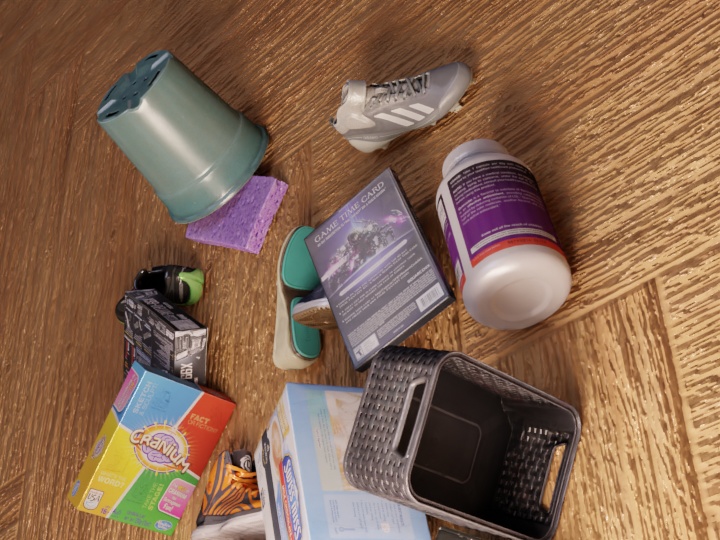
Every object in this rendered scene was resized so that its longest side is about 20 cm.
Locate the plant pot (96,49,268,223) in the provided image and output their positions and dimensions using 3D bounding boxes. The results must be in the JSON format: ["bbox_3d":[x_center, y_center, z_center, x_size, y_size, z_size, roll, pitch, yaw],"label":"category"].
[{"bbox_3d":[-0.276,-0.208,1.762,0.200,0.196,0.201,-30,33,23],"label":"plant pot"}]

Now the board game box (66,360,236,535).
[{"bbox_3d":[-0.274,0.237,1.560,0.040,0.153,0.201,27,91,54],"label":"board game box"}]

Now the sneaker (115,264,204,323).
[{"bbox_3d":[-0.320,0.029,1.809,0.199,0.084,0.077,-26,49,41],"label":"sneaker"}]

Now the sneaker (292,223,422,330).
[{"bbox_3d":[0.000,0.000,1.425,0.199,0.070,0.109,-20,58,36],"label":"sneaker"}]

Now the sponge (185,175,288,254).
[{"bbox_3d":[-0.188,-0.089,1.761,0.200,0.030,0.112,11,77,54],"label":"sponge"}]

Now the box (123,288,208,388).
[{"bbox_3d":[-0.280,0.129,1.671,0.200,0.050,0.159,26,116,55],"label":"box"}]

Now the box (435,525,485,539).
[{"bbox_3d":[0.109,0.352,1.086,0.159,0.049,0.201,4,72,55],"label":"box"}]

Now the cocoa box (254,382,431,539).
[{"bbox_3d":[-0.022,0.235,1.224,0.201,0.133,0.132,-103,27,-42],"label":"cocoa box"}]

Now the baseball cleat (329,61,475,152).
[{"bbox_3d":[0.043,-0.214,1.475,0.200,0.106,0.070,-31,41,35],"label":"baseball cleat"}]

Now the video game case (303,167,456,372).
[{"bbox_3d":[0.017,-0.003,1.352,0.143,0.019,0.201,-39,50,21],"label":"video game case"}]

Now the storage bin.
[{"bbox_3d":[0.097,0.161,1.087,0.093,0.199,0.136,1,69,51],"label":"storage bin"}]

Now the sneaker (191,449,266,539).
[{"bbox_3d":[-0.138,0.267,1.430,0.199,0.077,0.113,-21,54,44],"label":"sneaker"}]

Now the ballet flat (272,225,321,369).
[{"bbox_3d":[-0.086,0.038,1.524,0.069,0.069,0.201,-27,49,40],"label":"ballet flat"}]

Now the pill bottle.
[{"bbox_3d":[0.144,-0.044,1.234,0.112,0.112,0.201,-41,41,29],"label":"pill bottle"}]
